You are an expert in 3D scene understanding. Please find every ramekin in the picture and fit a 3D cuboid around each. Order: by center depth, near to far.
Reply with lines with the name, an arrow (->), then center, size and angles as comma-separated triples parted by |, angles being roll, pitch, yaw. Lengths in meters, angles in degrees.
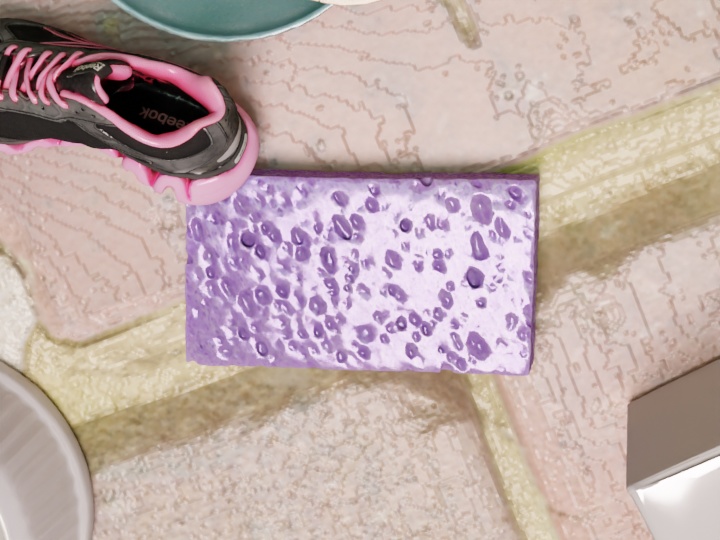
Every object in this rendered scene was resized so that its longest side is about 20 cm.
ramekin -> -0.263, 0.148, 1.096 | 0.201, 0.094, 0.204 | 2, 105, 6

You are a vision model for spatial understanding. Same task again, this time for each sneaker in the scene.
sneaker -> -0.152, -0.098, 1.008 | 0.199, 0.095, 0.080 | 14, 78, 4

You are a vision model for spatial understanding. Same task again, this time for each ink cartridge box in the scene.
ink cartridge box -> 0.246, 0.147, 1.004 | 0.144, 0.147, 0.201 | -26, 100, 13

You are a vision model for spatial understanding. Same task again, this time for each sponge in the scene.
sponge -> 0.000, 0.000, 1.058 | 0.198, 0.030, 0.112 | 2, 104, 8

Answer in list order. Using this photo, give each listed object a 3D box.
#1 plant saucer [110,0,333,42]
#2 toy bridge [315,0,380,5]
plant saucer -> -0.072, -0.224, 1.006 | 0.198, 0.036, 0.202 | 2, 105, 7
toy bridge -> -0.012, -0.174, 0.979 | 0.198, 0.027, 0.068 | 12, 108, 4
